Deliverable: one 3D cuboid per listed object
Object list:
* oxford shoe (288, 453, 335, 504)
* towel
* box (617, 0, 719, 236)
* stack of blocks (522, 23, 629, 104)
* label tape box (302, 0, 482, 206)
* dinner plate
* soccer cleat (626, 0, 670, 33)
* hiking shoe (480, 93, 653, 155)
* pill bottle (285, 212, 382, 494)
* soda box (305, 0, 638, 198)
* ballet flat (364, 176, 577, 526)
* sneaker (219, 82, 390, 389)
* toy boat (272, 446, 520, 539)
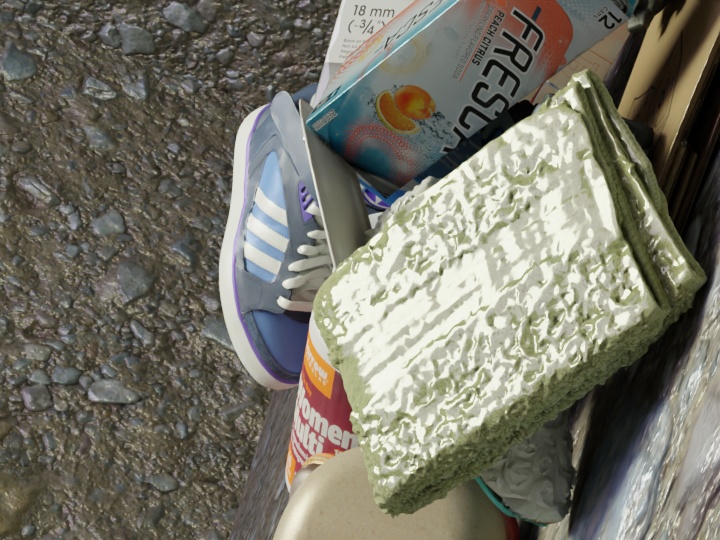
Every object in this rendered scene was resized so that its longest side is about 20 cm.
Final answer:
[{"bbox_3d":[-0.020,0.206,1.356,0.071,0.073,0.201,-6,92,48],"label":"oxford shoe"},{"bbox_3d":[0.065,0.014,1.133,0.200,0.036,0.149,-39,49,26],"label":"towel"},{"bbox_3d":[0.153,-0.067,1.235,0.200,0.021,0.164,-129,59,-86],"label":"box"},{"bbox_3d":[0.138,-0.169,1.377,0.200,0.058,0.115,-59,4,1],"label":"stack of blocks"},{"bbox_3d":[0.050,-0.142,1.467,0.144,0.063,0.201,34,-113,-54],"label":"label tape box"},{"bbox_3d":[0.000,0.000,1.330,0.200,0.024,0.201,-14,-90,-89],"label":"dinner plate"},{"bbox_3d":[0.169,-0.197,1.225,0.200,0.064,0.084,-46,23,60],"label":"soccer cleat"},{"bbox_3d":[0.091,-0.042,1.245,0.200,0.074,0.087,-176,106,-86],"label":"hiking shoe"},{"bbox_3d":[0.016,0.068,1.550,0.110,0.109,0.201,-76,-3,-54],"label":"pill bottle"},{"bbox_3d":[0.062,-0.119,1.233,0.200,0.064,0.068,-36,17,43],"label":"soda box"},{"bbox_3d":[0.060,0.032,1.198,0.200,0.071,0.072,62,145,33],"label":"ballet flat"},{"bbox_3d":[-0.019,-0.026,1.578,0.146,0.080,0.201,-8,79,49],"label":"sneaker"},{"bbox_3d":[0.018,0.193,1.290,0.131,0.130,0.201,26,-97,-65],"label":"toy boat"}]
